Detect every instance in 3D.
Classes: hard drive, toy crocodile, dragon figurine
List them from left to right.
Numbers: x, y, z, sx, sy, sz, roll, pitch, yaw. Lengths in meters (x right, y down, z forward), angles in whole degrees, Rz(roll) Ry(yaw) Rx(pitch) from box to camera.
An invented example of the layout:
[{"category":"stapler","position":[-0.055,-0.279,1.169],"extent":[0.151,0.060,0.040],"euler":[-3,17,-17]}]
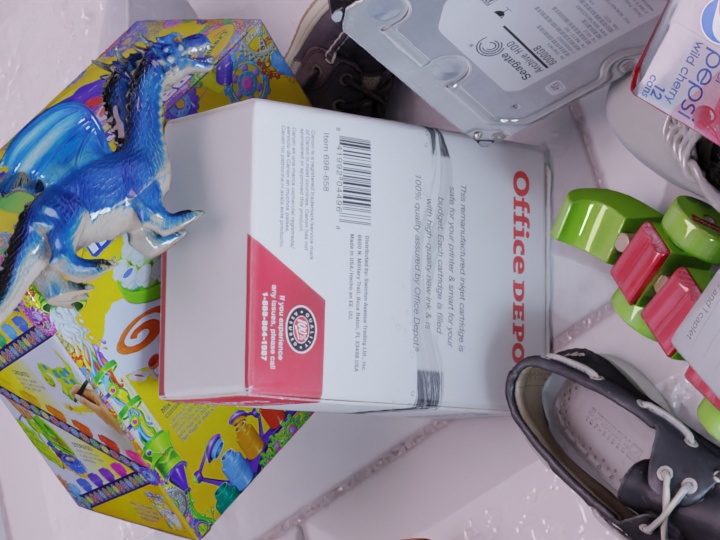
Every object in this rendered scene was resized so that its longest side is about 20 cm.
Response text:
[{"category":"dragon figurine","position":[-0.143,-0.041,1.120],"extent":[0.100,0.199,0.059],"euler":[55,155,4]},{"category":"hard drive","position":[0.101,-0.144,1.118],"extent":[0.199,0.140,0.038],"euler":[-26,50,25]},{"category":"toy crocodile","position":[0.165,0.026,1.118],"extent":[0.068,0.061,0.200],"euler":[-58,48,26]}]

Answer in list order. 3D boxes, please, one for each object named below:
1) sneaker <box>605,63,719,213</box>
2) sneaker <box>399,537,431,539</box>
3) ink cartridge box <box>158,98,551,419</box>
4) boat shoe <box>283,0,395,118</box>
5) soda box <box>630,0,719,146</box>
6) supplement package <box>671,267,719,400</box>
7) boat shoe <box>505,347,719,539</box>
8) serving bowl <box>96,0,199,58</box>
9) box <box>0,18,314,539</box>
[{"category":"sneaker","position":[0.178,-0.062,1.107],"extent":[0.200,0.070,0.074],"euler":[29,106,48]},{"category":"sneaker","position":[0.042,0.224,1.190],"extent":[0.078,0.111,0.201],"euler":[-55,49,28]},{"category":"ink cartridge box","position":[0.000,0.000,1.205],"extent":[0.083,0.199,0.146],"euler":[-8,79,51]},{"category":"boat shoe","position":[-0.011,-0.106,1.330],"extent":[0.200,0.072,0.065],"euler":[-42,61,41]},{"category":"soda box","position":[0.184,-0.096,1.007],"extent":[0.070,0.200,0.064],"euler":[32,111,16]},{"category":"supplement package","position":[0.271,0.026,0.937],"extent":[0.200,0.146,0.192],"euler":[52,121,39]},{"category":"boat shoe","position":[0.145,0.102,1.131],"extent":[0.200,0.060,0.074],"euler":[47,118,40]},{"category":"serving bowl","position":[-0.125,-0.080,1.422],"extent":[0.200,0.065,0.202],"euler":[-174,90,-78]},{"category":"box","position":[-0.104,0.000,1.261],"extent":[0.122,0.193,0.200],"euler":[7,46,50]}]
